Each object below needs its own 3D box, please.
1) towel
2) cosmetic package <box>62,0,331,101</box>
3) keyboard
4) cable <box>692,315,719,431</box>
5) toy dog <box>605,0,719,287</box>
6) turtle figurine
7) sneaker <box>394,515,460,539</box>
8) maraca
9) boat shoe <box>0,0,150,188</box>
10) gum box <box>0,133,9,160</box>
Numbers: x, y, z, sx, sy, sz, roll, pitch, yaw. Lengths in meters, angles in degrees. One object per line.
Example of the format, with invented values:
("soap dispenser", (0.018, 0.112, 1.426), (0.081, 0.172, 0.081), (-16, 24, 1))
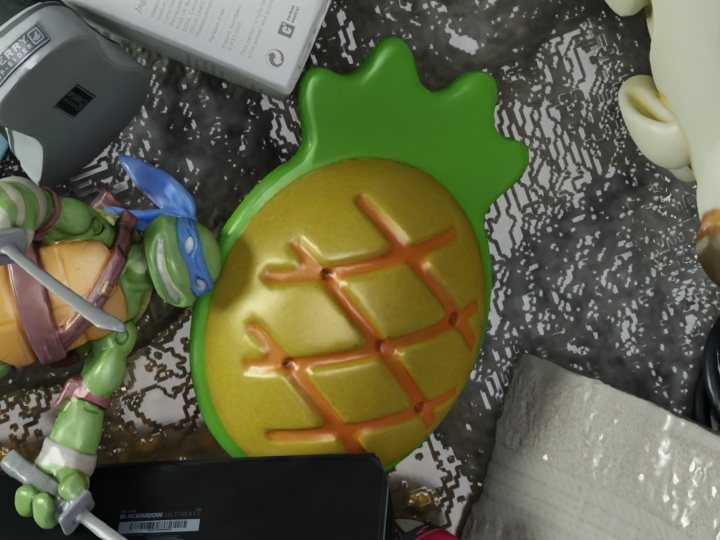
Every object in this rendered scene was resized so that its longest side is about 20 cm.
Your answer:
("towel", (0.103, 0.118, 1.071), (0.034, 0.200, 0.134), (17, 92, -30))
("cosmetic package", (-0.107, -0.148, 1.087), (0.199, 0.108, 0.085), (23, 91, -4))
("keyboard", (-0.085, 0.131, 1.038), (0.198, 0.128, 0.021), (-4, 135, 10))
("cable", (0.239, 0.049, 1.138), (0.198, 0.051, 0.164), (-18, 93, 0))
("toy dog", (0.184, -0.084, 1.064), (0.138, 0.194, 0.202), (-15, 87, -13))
("turtle figurine", (-0.156, 0.037, 1.021), (0.192, 0.144, 0.201), (-11, 58, 12))
("sneaker", (0.027, 0.207, 1.098), (0.080, 0.074, 0.202), (-20, 98, -40))
("maraca", (0.000, 0.000, 1.095), (0.136, 0.107, 0.201), (18, 96, -27))
("boat shoe", (-0.134, -0.086, 1.047), (0.069, 0.200, 0.057), (-43, 82, -4))
("gum box", (-0.277, -0.029, 1.077), (0.199, 0.045, 0.171), (27, 95, -27))
